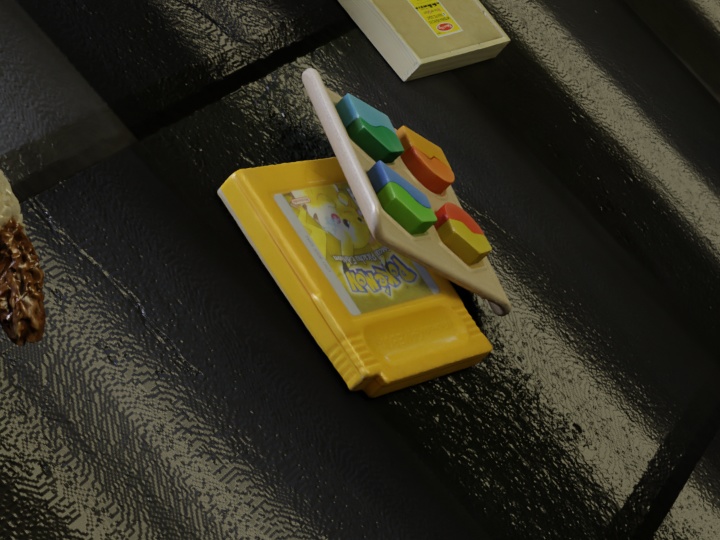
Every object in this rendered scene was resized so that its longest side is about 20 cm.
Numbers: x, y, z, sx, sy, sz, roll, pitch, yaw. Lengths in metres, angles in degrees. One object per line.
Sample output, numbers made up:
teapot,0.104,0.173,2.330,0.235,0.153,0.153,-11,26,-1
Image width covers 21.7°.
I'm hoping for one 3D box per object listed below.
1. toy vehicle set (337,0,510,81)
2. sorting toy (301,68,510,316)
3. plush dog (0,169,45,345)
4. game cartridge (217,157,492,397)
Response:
toy vehicle set,0.059,-0.252,1.831,0.125,0.027,0.200,52,31,9
sorting toy,0.043,-0.067,1.535,0.200,0.036,0.186,33,25,-46
plush dog,-0.250,-0.003,1.025,0.200,0.172,0.161,42,31,-6
game cartridge,0.000,0.000,1.465,0.201,0.032,0.176,54,32,15
